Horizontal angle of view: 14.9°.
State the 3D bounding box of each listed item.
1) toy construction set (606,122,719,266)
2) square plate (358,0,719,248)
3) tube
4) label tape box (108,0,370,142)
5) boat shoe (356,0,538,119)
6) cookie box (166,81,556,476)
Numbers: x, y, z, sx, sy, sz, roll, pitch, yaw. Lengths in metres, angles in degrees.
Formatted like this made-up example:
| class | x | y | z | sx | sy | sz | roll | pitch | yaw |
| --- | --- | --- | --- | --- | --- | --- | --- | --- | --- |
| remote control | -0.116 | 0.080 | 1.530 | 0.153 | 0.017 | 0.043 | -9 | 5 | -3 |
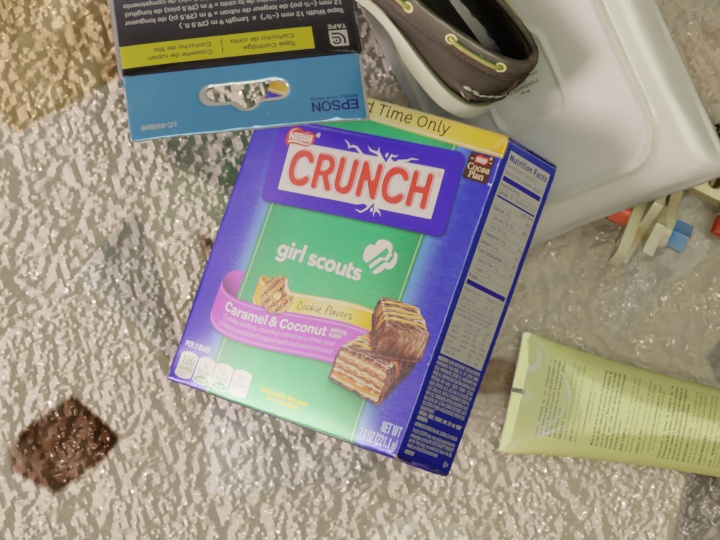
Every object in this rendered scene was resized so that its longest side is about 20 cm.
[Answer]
| class | x | y | z | sx | sy | sz | roll | pitch | yaw |
| --- | --- | --- | --- | --- | --- | --- | --- | --- | --- |
| toy construction set | 0.244 | -0.018 | 1.705 | 0.200 | 0.092 | 0.131 | 25 | 87 | -16 |
| square plate | 0.100 | -0.116 | 1.646 | 0.028 | 0.200 | 0.198 | -30 | 97 | -50 |
| tube | 0.191 | 0.094 | 1.716 | 0.200 | 0.052 | 0.058 | 11 | 47 | -3 |
| label tape box | -0.078 | -0.160 | 1.640 | 0.143 | 0.066 | 0.200 | -7 | 67 | -6 |
| boat shoe | 0.024 | -0.181 | 1.603 | 0.201 | 0.061 | 0.072 | 47 | 46 | -5 |
| cookie box | 0.000 | 0.000 | 1.641 | 0.171 | 0.075 | 0.200 | 17 | 86 | 29 |
